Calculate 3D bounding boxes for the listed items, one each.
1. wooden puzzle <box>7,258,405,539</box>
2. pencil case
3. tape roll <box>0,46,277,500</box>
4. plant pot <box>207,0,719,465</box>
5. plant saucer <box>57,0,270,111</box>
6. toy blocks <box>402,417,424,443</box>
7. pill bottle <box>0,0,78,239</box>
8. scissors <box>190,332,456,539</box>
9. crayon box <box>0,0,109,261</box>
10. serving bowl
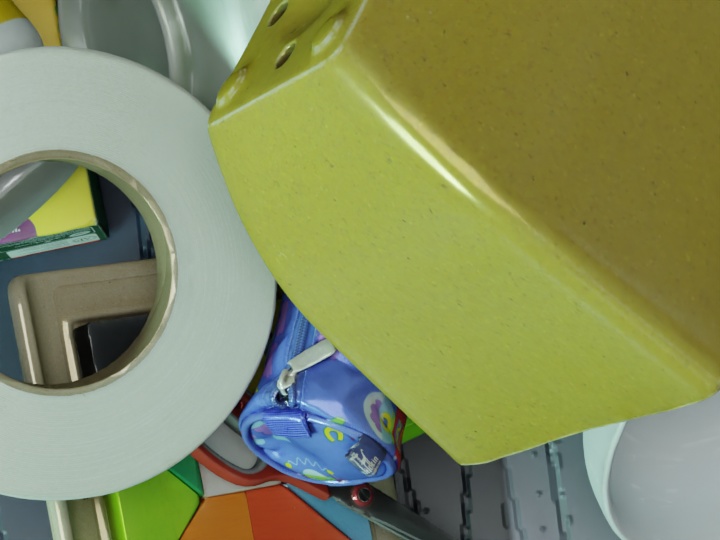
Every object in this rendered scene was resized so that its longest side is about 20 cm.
[{"bbox_3d":[-0.063,0.082,1.331,0.199,0.037,0.186,-7,83,-37],"label":"wooden puzzle"},{"bbox_3d":[0.000,0.000,1.299,0.078,0.087,0.201,5,68,26],"label":"pencil case"},{"bbox_3d":[-0.136,0.000,1.249,0.202,0.037,0.204,0,92,-15],"label":"tape roll"},{"bbox_3d":[0.055,-0.063,1.193,0.200,0.195,0.195,36,62,-18],"label":"plant pot"},{"bbox_3d":[-0.095,-0.111,1.328,0.050,0.200,0.201,-19,83,-31],"label":"plant saucer"},{"bbox_3d":[0.076,-0.016,1.372,0.199,0.100,0.137,-25,72,5],"label":"toy blocks"},{"bbox_3d":[-0.220,-0.107,1.313,0.112,0.112,0.200,-42,85,-3],"label":"pill bottle"},{"bbox_3d":[-0.014,0.105,1.332,0.200,0.014,0.073,46,57,-15],"label":"scissors"},{"bbox_3d":[-0.239,-0.083,1.397,0.199,0.058,0.173,-12,83,0],"label":"crayon box"},{"bbox_3d":[0.184,0.043,1.323,0.200,0.200,0.066,-33,51,-2],"label":"serving bowl"}]
